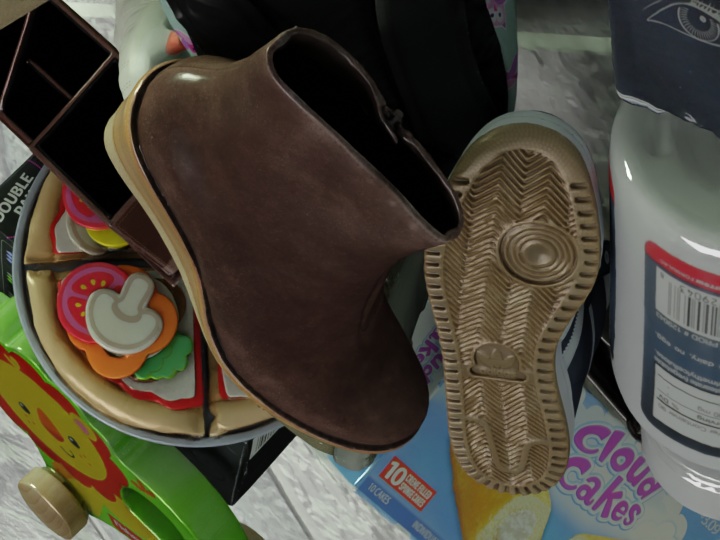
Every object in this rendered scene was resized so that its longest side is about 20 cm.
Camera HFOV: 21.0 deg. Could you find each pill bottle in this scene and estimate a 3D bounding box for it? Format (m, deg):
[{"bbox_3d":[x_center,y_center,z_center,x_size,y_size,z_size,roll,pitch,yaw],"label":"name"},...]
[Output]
[{"bbox_3d":[0.160,0.012,0.793,0.119,0.120,0.201,30,150,27],"label":"pill bottle"}]

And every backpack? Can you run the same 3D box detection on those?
[{"bbox_3d":[-0.004,-0.124,0.800,0.166,0.127,0.201,-12,129,22],"label":"backpack"}]

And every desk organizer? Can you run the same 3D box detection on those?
[{"bbox_3d":[-0.148,-0.089,0.990,0.200,0.072,0.077,41,178,27],"label":"desk organizer"}]

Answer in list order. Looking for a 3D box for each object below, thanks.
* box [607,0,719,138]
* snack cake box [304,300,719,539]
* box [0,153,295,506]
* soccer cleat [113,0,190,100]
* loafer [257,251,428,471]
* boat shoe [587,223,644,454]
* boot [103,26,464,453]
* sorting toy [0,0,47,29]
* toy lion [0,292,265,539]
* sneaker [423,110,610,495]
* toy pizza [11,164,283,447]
[{"bbox_3d":[0.179,-0.122,0.575,0.196,0.117,0.201,28,150,31],"label":"box"},{"bbox_3d":[0.082,0.109,0.988,0.200,0.115,0.067,42,176,-29],"label":"snack cake box"},{"bbox_3d":[-0.097,0.004,1.108,0.200,0.149,0.124,40,157,10],"label":"box"},{"bbox_3d":[-0.085,-0.106,0.901,0.077,0.200,0.070,-21,115,19],"label":"soccer cleat"},{"bbox_3d":[0.000,0.000,0.921,0.069,0.201,0.075,17,137,2],"label":"loafer"},{"bbox_3d":[0.126,0.047,0.934,0.200,0.057,0.067,53,159,3],"label":"boat shoe"},{"bbox_3d":[-0.010,-0.002,0.755,0.200,0.072,0.166,50,155,-18],"label":"boot"},{"bbox_3d":[-0.170,-0.207,0.880,0.036,0.199,0.186,47,165,51],"label":"sorting toy"},{"bbox_3d":[-0.144,0.102,1.096,0.199,0.069,0.192,32,153,29],"label":"toy lion"},{"bbox_3d":[0.073,-0.009,0.824,0.070,0.109,0.201,10,134,12],"label":"sneaker"},{"bbox_3d":[-0.085,-0.008,1.022,0.200,0.200,0.032,40,168,9],"label":"toy pizza"}]
